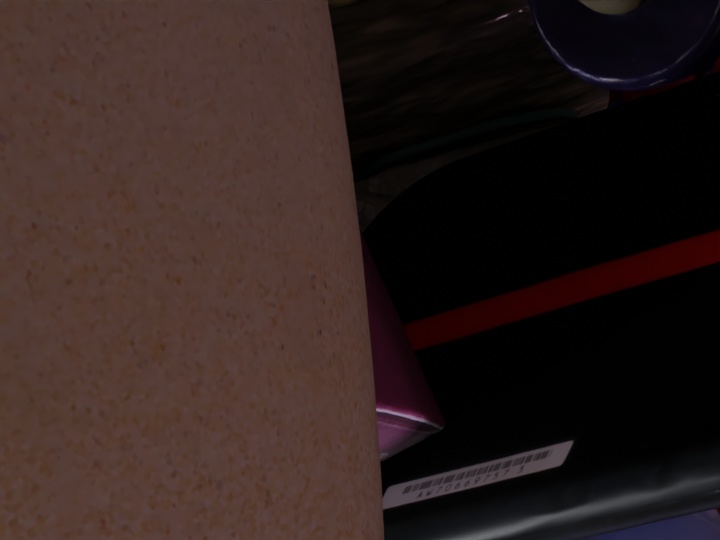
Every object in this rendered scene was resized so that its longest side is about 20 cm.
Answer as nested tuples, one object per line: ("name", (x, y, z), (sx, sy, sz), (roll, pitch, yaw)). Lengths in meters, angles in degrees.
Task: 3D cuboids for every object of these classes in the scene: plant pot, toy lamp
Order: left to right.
("plant pot", (-0.076, -0.013, 0.437), (0.186, 0.201, 0.187), (-21, 166, -6))
("toy lamp", (0.048, -0.079, 0.691), (0.058, 0.059, 0.200), (-28, 166, 18))

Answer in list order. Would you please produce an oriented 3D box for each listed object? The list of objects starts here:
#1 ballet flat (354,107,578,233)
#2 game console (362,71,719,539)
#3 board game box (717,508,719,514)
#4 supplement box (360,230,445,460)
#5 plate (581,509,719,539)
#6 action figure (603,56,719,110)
("ballet flat", (0.000, 0.000, 0.892), (0.199, 0.063, 0.067), (-15, 164, -32))
("game console", (0.058, 0.013, 0.704), (0.199, 0.031, 0.177), (-18, -152, 36))
("board game box", (0.068, 0.106, 0.866), (0.152, 0.041, 0.200), (-10, -176, 10))
("supplement box", (-0.102, 0.017, 0.653), (0.199, 0.132, 0.103), (-25, 168, 10))
("plate", (-0.001, 0.087, 0.737), (0.198, 0.033, 0.200), (-20, -176, 0))
("action figure", (0.078, -0.028, 0.829), (0.051, 0.066, 0.201), (11, 123, -32))
